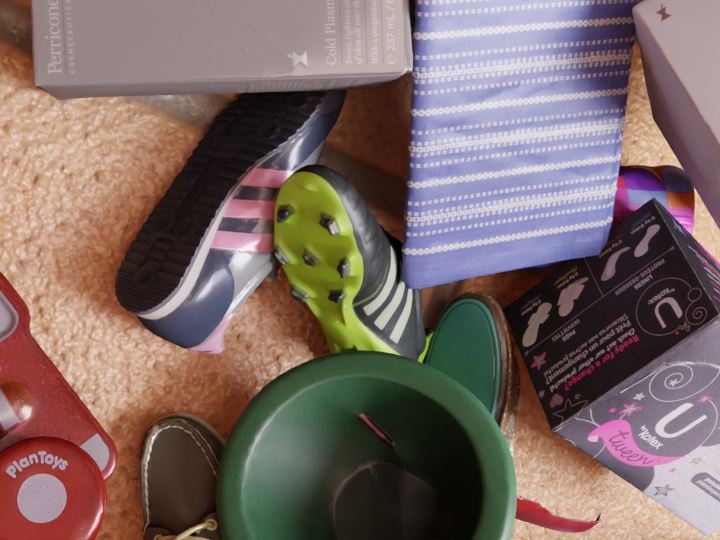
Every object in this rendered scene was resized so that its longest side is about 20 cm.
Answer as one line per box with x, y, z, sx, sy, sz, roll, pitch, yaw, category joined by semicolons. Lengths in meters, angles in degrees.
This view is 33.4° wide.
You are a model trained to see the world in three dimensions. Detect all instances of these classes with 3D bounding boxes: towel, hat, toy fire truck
0.091;-0.087;0.696;0.145;0.024;0.200;-10;120;-22;towel
0.026;0.160;0.752;0.166;0.200;0.176;-59;160;-15;hat
-0.238;0.114;0.647;0.200;0.112;0.168;-36;86;-18;toy fire truck

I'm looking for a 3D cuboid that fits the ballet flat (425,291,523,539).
0.080;0.112;0.822;0.065;0.070;0.200;-3;101;-52;ballet flat

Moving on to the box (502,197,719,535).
0.213;0.073;0.799;0.132;0.115;0.200;-39;129;19;box

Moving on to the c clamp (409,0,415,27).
0.092;-0.169;0.720;0.200;0.171;0.027;39;54;-37;c clamp

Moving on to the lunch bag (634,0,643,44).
0.204;-0.221;0.765;0.200;0.170;0.122;2;74;-27;lunch bag

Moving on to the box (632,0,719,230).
0.247;-0.114;0.719;0.124;0.200;0.098;-29;72;10;box

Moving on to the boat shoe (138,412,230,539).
-0.090;0.178;0.703;0.072;0.060;0.202;-16;77;1;boat shoe

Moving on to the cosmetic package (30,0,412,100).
-0.079;-0.151;0.661;0.200;0.090;0.107;-5;94;-9;cosmetic package

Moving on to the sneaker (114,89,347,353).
-0.066;-0.040;0.734;0.200;0.070;0.082;-54;138;-13;sneaker

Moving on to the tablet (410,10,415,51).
0.041;-0.247;0.780;0.130;0.014;0.200;-14;102;-24;tablet

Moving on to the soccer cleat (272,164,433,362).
0.000;0.000;0.734;0.081;0.068;0.200;-56;146;-31;soccer cleat

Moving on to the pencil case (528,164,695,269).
0.134;-0.037;0.810;0.200;0.088;0.088;0;96;-27;pencil case
